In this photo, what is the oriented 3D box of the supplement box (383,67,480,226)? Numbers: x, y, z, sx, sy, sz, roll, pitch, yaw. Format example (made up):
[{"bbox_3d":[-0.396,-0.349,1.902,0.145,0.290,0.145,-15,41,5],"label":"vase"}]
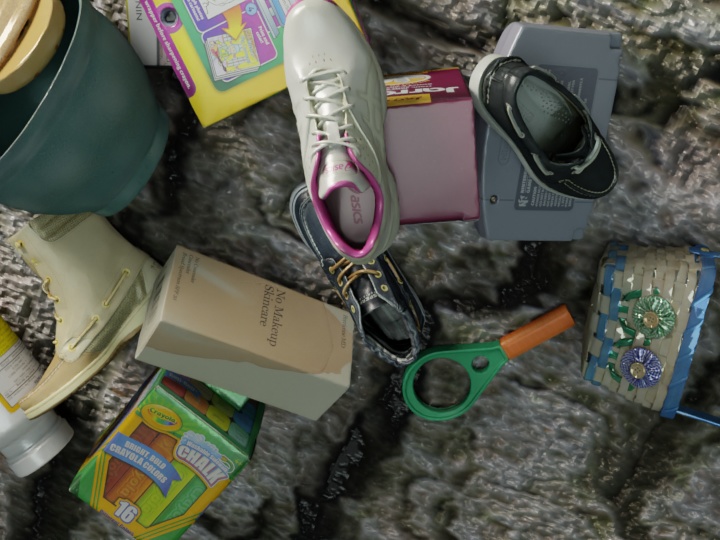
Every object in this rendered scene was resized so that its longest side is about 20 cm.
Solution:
[{"bbox_3d":[0.034,-0.113,0.842,0.129,0.200,0.105,-4,109,3],"label":"supplement box"}]

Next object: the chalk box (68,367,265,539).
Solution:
[{"bbox_3d":[-0.182,0.166,0.986,0.124,0.124,0.200,38,107,-11],"label":"chalk box"}]

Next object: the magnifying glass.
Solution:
[{"bbox_3d":[0.134,0.093,1.004,0.198,0.022,0.080,-29,105,13],"label":"magnifying glass"}]

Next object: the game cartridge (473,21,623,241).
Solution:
[{"bbox_3d":[0.170,-0.128,0.897,0.131,0.040,0.203,-1,110,-23],"label":"game cartridge"}]

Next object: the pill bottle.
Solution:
[{"bbox_3d":[-0.389,0.115,0.988,0.103,0.104,0.201,-30,105,12],"label":"pill bottle"}]

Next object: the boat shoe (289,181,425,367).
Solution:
[{"bbox_3d":[0.000,0.000,0.939,0.070,0.091,0.201,-35,104,13],"label":"boat shoe"}]

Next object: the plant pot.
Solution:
[{"bbox_3d":[-0.261,-0.132,0.868,0.200,0.201,0.134,-44,129,15],"label":"plant pot"}]

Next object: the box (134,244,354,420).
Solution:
[{"bbox_3d":[-0.109,0.064,0.931,0.198,0.096,0.078,21,138,-21],"label":"box"}]

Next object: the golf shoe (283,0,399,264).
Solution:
[{"bbox_3d":[-0.013,-0.101,0.696,0.074,0.092,0.203,-14,102,8],"label":"golf shoe"}]

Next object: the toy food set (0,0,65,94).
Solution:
[{"bbox_3d":[-0.333,-0.203,0.842,0.199,0.200,0.048,-37,133,22],"label":"toy food set"}]

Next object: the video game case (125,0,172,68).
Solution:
[{"bbox_3d":[-0.123,-0.281,0.884,0.196,0.026,0.184,1,109,2],"label":"video game case"}]

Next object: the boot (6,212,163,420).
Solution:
[{"bbox_3d":[-0.303,0.032,0.951,0.200,0.073,0.156,-46,101,-8],"label":"boot"}]

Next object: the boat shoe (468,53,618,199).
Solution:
[{"bbox_3d":[0.175,-0.116,0.840,0.199,0.060,0.076,28,92,-36],"label":"boat shoe"}]

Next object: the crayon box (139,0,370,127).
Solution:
[{"bbox_3d":[-0.107,-0.258,0.848,0.170,0.058,0.202,-23,107,8],"label":"crayon box"}]

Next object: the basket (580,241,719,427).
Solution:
[{"bbox_3d":[0.319,0.063,0.921,0.197,0.139,0.179,9,109,10],"label":"basket"}]
